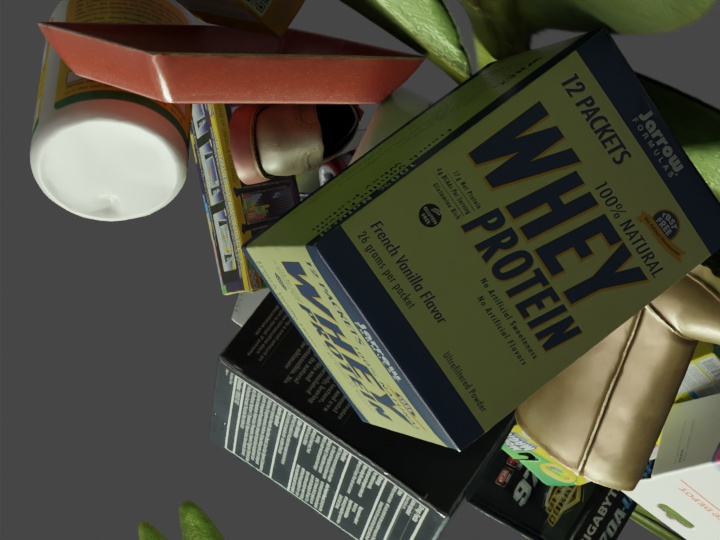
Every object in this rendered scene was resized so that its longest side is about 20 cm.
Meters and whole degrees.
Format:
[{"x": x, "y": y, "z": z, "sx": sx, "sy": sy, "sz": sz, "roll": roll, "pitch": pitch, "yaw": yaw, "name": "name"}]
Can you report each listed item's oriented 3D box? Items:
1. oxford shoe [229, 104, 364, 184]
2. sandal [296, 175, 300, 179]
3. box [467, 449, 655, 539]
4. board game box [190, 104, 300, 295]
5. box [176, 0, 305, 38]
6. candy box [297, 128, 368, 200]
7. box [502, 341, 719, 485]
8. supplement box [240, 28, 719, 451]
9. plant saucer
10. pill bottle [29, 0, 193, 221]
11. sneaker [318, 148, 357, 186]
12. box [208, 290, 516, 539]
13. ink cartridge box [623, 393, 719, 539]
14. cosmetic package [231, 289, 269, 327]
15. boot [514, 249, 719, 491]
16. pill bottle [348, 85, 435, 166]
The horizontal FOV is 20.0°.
[{"x": -0.028, "y": -0.104, "z": 1.458, "sx": 0.075, "sy": 0.071, "sz": 0.200, "roll": -6, "pitch": -163, "yaw": 18, "name": "oxford shoe"}, {"x": -0.061, "y": -0.099, "z": 1.798, "sx": 0.200, "sy": 0.080, "sz": 0.087, "roll": 43, "pitch": -179, "yaw": -23, "name": "sandal"}, {"x": 0.190, "y": 0.141, "z": 1.737, "sx": 0.046, "sy": 0.200, "sz": 0.159, "roll": 35, "pitch": 174, "yaw": -34, "name": "box"}, {"x": -0.093, "y": -0.084, "z": 1.609, "sx": 0.165, "sy": 0.057, "sz": 0.201, "roll": 175, "pitch": 83, "yaw": -78, "name": "board game box"}, {"x": -0.140, "y": -0.233, "z": 1.368, "sx": 0.200, "sy": 0.042, "sz": 0.119, "roll": 40, "pitch": 169, "yaw": -33, "name": "box"}, {"x": 0.055, "y": -0.033, "z": 1.699, "sx": 0.200, "sy": 0.072, "sz": 0.168, "roll": 36, "pitch": 172, "yaw": -16, "name": "candy box"}, {"x": 0.203, "y": 0.104, "z": 1.570, "sx": 0.117, "sy": 0.200, "sz": 0.048, "roll": 41, "pitch": -147, "yaw": -44, "name": "box"}, {"x": 0.065, "y": -0.017, "z": 1.143, "sx": 0.134, "sy": 0.200, "sz": 0.200, "roll": 55, "pitch": 168, "yaw": -9, "name": "supplement box"}, {"x": -0.090, "y": -0.138, "z": 1.364, "sx": 0.200, "sy": 0.037, "sz": 0.199, "roll": -2, "pitch": -168, "yaw": -30, "name": "plant saucer"}, {"x": -0.178, "y": -0.143, "z": 1.495, "sx": 0.113, "sy": 0.113, "sz": 0.200, "roll": 39, "pitch": -146, "yaw": -35, "name": "pill bottle"}, {"x": 0.037, "y": -0.008, "z": 1.465, "sx": 0.200, "sy": 0.112, "sz": 0.071, "roll": 63, "pitch": 153, "yaw": 24, "name": "sneaker"}, {"x": 0.003, "y": 0.108, "z": 1.515, "sx": 0.198, "sy": 0.123, "sz": 0.200, "roll": 35, "pitch": 159, "yaw": 7, "name": "box"}, {"x": 0.298, "y": 0.142, "z": 1.496, "sx": 0.116, "sy": 0.068, "sz": 0.200, "roll": 38, "pitch": 144, "yaw": -27, "name": "ink cartridge box"}, {"x": -0.045, "y": 0.023, "z": 1.798, "sx": 0.071, "sy": 0.102, "sz": 0.200, "roll": 18, "pitch": -178, "yaw": -19, "name": "cosmetic package"}, {"x": 0.201, "y": 0.065, "z": 1.298, "sx": 0.175, "sy": 0.066, "sz": 0.200, "roll": 40, "pitch": 132, "yaw": 25, "name": "boot"}, {"x": 0.084, "y": -0.033, "z": 1.383, "sx": 0.200, "sy": 0.115, "sz": 0.114, "roll": 27, "pitch": 173, "yaw": -1, "name": "pill bottle"}]
